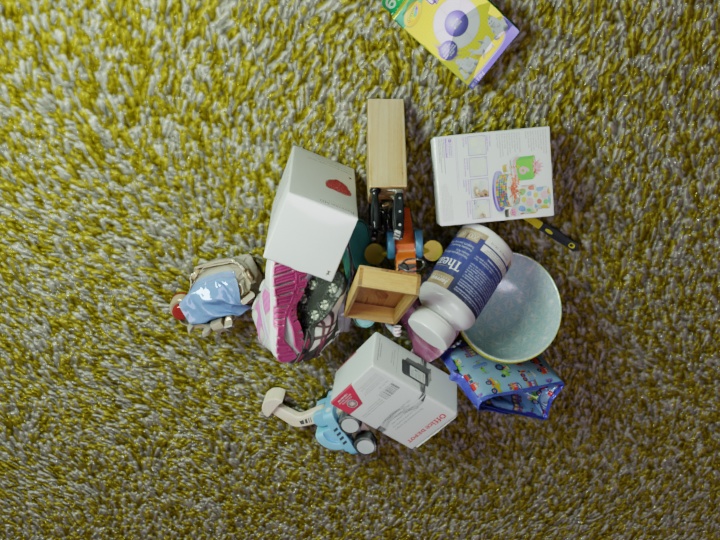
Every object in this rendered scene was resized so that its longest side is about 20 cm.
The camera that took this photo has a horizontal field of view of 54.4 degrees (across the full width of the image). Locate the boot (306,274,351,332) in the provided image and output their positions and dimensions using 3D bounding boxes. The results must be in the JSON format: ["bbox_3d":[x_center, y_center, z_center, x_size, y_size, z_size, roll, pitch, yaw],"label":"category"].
[{"bbox_3d":[-0.061,0.034,1.302,0.093,0.074,0.204,-8,125,-8],"label":"boot"}]

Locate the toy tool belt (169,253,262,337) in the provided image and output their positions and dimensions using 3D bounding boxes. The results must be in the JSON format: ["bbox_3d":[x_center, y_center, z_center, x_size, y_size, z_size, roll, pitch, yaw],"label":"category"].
[{"bbox_3d":[-0.271,0.057,1.266,0.196,0.124,0.126,-25,117,11],"label":"toy tool belt"}]

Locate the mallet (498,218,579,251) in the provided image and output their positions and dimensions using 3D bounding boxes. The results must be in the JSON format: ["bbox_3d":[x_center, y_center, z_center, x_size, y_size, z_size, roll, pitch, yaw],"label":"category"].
[{"bbox_3d":[0.313,-0.078,1.270,0.198,0.041,0.066,35,111,-23],"label":"mallet"}]

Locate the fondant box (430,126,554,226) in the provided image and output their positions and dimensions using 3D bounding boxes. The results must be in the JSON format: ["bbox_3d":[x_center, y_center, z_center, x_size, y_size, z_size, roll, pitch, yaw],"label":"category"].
[{"bbox_3d":[0.221,-0.158,1.180,0.194,0.058,0.149,-5,96,2],"label":"fondant box"}]

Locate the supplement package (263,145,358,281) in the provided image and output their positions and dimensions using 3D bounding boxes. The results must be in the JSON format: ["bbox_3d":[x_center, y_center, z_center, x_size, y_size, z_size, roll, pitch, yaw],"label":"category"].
[{"bbox_3d":[-0.079,-0.097,1.147,0.119,0.202,0.122,19,117,-13],"label":"supplement package"}]

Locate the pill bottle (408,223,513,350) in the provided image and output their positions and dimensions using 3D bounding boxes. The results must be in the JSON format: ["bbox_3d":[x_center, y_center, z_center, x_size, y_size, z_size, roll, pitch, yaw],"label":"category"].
[{"bbox_3d":[0.168,0.029,1.198,0.111,0.110,0.202,43,73,-23],"label":"pill bottle"}]

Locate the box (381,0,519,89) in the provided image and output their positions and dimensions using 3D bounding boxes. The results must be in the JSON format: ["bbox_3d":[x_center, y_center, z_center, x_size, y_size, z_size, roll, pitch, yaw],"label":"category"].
[{"bbox_3d":[0.137,-0.393,1.084,0.198,0.049,0.118,35,111,-17],"label":"box"}]

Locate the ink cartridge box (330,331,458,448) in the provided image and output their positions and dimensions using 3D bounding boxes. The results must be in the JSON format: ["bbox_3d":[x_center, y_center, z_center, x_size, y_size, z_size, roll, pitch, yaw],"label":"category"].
[{"bbox_3d":[0.065,0.227,1.302,0.197,0.084,0.145,31,128,-18],"label":"ink cartridge box"}]

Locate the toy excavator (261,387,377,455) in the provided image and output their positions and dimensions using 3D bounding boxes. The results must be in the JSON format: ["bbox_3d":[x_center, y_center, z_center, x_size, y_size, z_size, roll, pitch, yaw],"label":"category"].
[{"bbox_3d":[-0.080,0.304,1.432,0.196,0.101,0.197,-23,116,20],"label":"toy excavator"}]

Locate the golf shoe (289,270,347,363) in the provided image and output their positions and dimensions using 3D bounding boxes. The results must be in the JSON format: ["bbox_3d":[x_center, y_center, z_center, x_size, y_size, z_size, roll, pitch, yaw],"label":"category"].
[{"bbox_3d":[-0.070,0.080,1.255,0.087,0.078,0.202,8,126,-43],"label":"golf shoe"}]

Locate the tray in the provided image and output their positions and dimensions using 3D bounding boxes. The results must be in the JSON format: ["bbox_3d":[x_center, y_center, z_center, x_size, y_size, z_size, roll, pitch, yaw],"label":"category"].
[{"bbox_3d":[0.031,0.043,1.153,0.096,0.038,0.200,9,163,-5],"label":"tray"}]

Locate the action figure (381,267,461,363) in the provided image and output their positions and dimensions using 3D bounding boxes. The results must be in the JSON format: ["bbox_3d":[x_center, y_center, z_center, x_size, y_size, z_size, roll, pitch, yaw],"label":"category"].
[{"bbox_3d":[0.101,0.073,1.323,0.133,0.149,0.201,-41,95,-6],"label":"action figure"}]

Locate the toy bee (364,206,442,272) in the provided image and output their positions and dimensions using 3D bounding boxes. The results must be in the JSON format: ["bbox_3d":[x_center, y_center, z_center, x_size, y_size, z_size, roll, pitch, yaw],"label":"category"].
[{"bbox_3d":[0.068,-0.016,1.201,0.127,0.201,0.111,10,126,16],"label":"toy bee"}]

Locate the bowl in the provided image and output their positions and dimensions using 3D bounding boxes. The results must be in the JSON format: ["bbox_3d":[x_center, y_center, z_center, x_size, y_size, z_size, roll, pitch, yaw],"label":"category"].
[{"bbox_3d":[0.264,0.079,1.297,0.194,0.206,0.108,-3,162,0],"label":"bowl"}]

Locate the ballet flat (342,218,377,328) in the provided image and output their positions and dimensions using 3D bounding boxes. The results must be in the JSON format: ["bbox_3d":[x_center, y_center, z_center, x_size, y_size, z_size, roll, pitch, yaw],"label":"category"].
[{"bbox_3d":[0.000,0.000,1.272,0.065,0.070,0.206,-10,106,-9],"label":"ballet flat"}]

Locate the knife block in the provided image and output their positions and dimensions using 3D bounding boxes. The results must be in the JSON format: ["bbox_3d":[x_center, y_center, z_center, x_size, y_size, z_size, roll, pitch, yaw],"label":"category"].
[{"bbox_3d":[0.043,-0.156,1.134,0.062,0.177,0.205,0,119,-3],"label":"knife block"}]

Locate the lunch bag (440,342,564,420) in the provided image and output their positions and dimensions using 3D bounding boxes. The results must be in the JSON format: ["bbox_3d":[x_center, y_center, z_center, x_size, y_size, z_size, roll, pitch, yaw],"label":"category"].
[{"bbox_3d":[0.254,0.197,1.317,0.195,0.151,0.096,5,121,-26],"label":"lunch bag"}]

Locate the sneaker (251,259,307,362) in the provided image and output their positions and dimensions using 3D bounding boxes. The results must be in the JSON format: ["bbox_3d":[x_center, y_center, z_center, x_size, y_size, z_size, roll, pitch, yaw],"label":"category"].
[{"bbox_3d":[-0.150,0.051,1.211,0.080,0.087,0.206,-2,99,-47],"label":"sneaker"}]
